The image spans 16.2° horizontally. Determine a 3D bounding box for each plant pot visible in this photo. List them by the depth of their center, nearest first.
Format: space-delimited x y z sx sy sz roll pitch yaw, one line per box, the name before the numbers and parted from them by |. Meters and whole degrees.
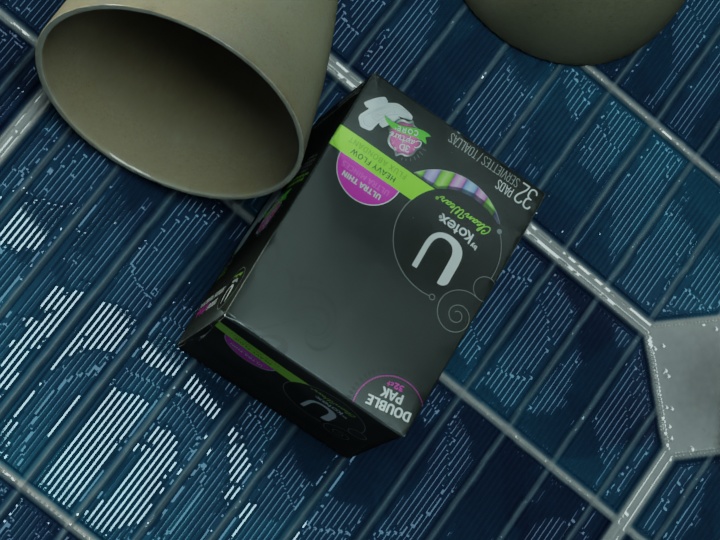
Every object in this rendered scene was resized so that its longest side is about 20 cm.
plant pot | -0.089 -0.182 1.685 0.187 0.187 0.200 31 57 -10

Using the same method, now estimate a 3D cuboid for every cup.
cup | 0.172 -0.261 1.793 0.200 0.143 0.200 4 77 -18

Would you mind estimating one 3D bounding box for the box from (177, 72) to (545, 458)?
box | 0.000 0.000 1.691 0.149 0.124 0.200 35 71 -9
